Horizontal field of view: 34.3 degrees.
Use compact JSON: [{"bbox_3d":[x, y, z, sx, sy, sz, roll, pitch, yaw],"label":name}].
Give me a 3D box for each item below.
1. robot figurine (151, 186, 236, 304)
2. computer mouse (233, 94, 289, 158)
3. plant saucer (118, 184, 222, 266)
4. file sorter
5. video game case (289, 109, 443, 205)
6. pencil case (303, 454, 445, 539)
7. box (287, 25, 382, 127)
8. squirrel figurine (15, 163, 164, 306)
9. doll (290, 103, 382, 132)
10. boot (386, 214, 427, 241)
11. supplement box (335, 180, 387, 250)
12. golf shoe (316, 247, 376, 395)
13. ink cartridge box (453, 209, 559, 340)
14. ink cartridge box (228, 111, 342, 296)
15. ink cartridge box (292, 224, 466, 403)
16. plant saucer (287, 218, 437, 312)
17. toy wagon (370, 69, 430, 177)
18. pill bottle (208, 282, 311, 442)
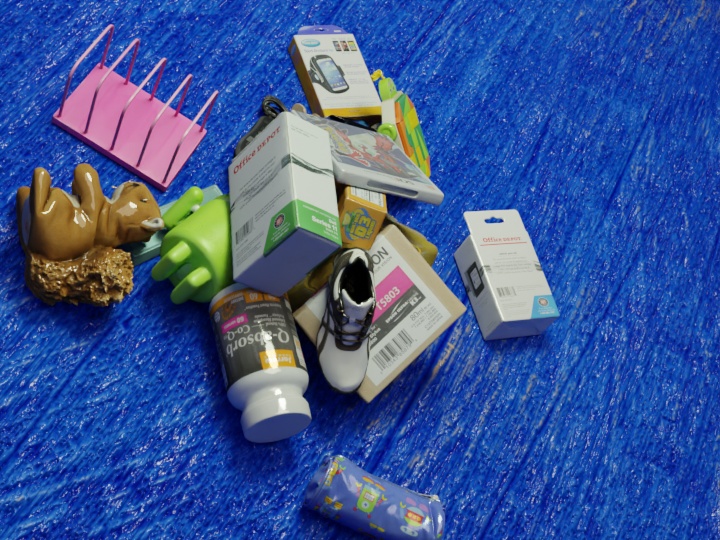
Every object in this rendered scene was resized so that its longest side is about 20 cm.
[{"bbox_3d":[-0.205,-0.033,1.661,0.176,0.116,0.200,48,47,-1],"label":"robot figurine"},{"bbox_3d":[-0.140,-0.187,1.846,0.138,0.053,0.200,37,40,-1],"label":"computer mouse"},{"bbox_3d":[-0.273,-0.072,1.721,0.199,0.019,0.070,-27,74,-38],"label":"plant saucer"},{"bbox_3d":[-0.331,-0.249,1.740,0.199,0.126,0.140,32,51,-4],"label":"file sorter"},{"bbox_3d":[0.006,-0.166,1.700,0.180,0.023,0.200,11,26,-33],"label":"video game case"},{"bbox_3d":[0.024,0.316,1.568,0.198,0.078,0.088,25,80,-10],"label":"pencil case"},{"bbox_3d":[-0.045,-0.332,1.992,0.118,0.042,0.202,-6,60,-28],"label":"box"},{"bbox_3d":[-0.363,-0.042,1.593,0.184,0.141,0.203,1,74,-27],"label":"squirrel figurine"},{"bbox_3d":[-0.021,-0.220,1.858,0.136,0.049,0.199,37,21,35],"label":"doll"},{"bbox_3d":[0.023,-0.106,1.857,0.198,0.072,0.156,20,50,-13],"label":"boot"},{"bbox_3d":[-0.005,-0.101,1.661,0.068,0.067,0.201,22,22,-8],"label":"supplement box"},{"bbox_3d":[-0.018,0.069,1.578,0.077,0.094,0.203,2,89,-7],"label":"golf shoe"},{"bbox_3d":[0.229,0.005,1.884,0.114,0.067,0.202,-3,61,-27],"label":"ink cartridge box"},{"bbox_3d":[-0.106,-0.091,1.586,0.082,0.146,0.202,21,48,-35],"label":"ink cartridge box"},{"bbox_3d":[0.025,0.061,1.667,0.200,0.075,0.165,-43,95,-5],"label":"ink cartridge box"},{"bbox_3d":[0.000,0.000,1.740,0.198,0.048,0.202,28,73,-6],"label":"plant saucer"},{"bbox_3d":[0.065,-0.230,1.897,0.155,0.039,0.202,-56,131,-65],"label":"toy wagon"},{"bbox_3d":[-0.135,0.123,1.596,0.115,0.117,0.202,-2,60,-27],"label":"pill bottle"}]
